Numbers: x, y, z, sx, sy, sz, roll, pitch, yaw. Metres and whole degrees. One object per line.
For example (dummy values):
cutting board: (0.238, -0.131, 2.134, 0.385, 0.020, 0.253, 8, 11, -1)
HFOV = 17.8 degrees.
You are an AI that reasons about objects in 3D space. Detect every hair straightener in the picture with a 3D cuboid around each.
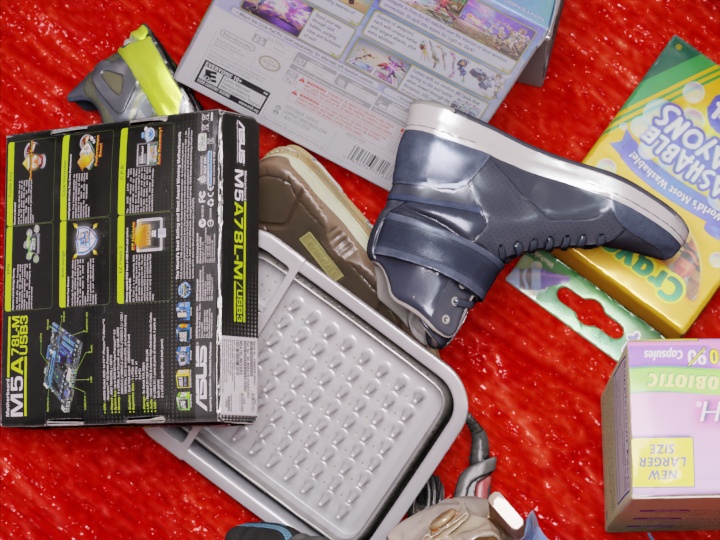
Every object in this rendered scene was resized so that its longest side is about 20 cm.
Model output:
hair straightener: (0.048, 0.187, 1.521, 0.076, 0.041, 0.202, 5, 83, 2)

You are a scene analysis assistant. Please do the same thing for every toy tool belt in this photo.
toy tool belt: (0.103, 0.232, 1.443, 0.124, 0.123, 0.201, -29, 95, -28)

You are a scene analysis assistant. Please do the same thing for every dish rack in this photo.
dish rack: (-0.036, 0.082, 1.518, 0.199, 0.044, 0.172, 36, 112, 8)

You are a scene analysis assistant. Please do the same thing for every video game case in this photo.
video game case: (0.001, -0.153, 1.511, 0.199, 0.182, 0.046, 27, 43, -8)

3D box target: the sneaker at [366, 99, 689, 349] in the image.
sneaker: (0.102, -0.006, 1.487, 0.201, 0.077, 0.147, 20, 80, -6)

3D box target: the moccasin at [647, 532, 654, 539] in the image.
moccasin: (0.220, 0.218, 1.499, 0.198, 0.068, 0.081, 12, 78, 4)

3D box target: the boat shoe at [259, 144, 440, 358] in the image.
boat shoe: (0.000, 0.000, 1.550, 0.071, 0.076, 0.201, -26, 99, 29)

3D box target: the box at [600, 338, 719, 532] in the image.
box: (0.247, 0.107, 1.456, 0.174, 0.200, 0.098, -1, 78, 2)

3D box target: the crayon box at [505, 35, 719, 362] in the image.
crayon box: (0.206, -0.042, 1.564, 0.125, 0.052, 0.201, 35, 81, 8)

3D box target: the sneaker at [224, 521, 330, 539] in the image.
sneaker: (-0.077, 0.263, 1.506, 0.081, 0.073, 0.202, 16, 81, 33)

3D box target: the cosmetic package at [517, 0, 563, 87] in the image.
cosmetic package: (0.043, -0.199, 1.572, 0.198, 0.107, 0.091, 12, 77, 2)

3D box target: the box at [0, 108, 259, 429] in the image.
box: (-0.153, 0.003, 1.506, 0.192, 0.047, 0.202, -5, 82, 37)

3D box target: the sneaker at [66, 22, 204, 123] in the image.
sneaker: (-0.130, -0.065, 1.573, 0.081, 0.074, 0.201, -30, 74, 6)
